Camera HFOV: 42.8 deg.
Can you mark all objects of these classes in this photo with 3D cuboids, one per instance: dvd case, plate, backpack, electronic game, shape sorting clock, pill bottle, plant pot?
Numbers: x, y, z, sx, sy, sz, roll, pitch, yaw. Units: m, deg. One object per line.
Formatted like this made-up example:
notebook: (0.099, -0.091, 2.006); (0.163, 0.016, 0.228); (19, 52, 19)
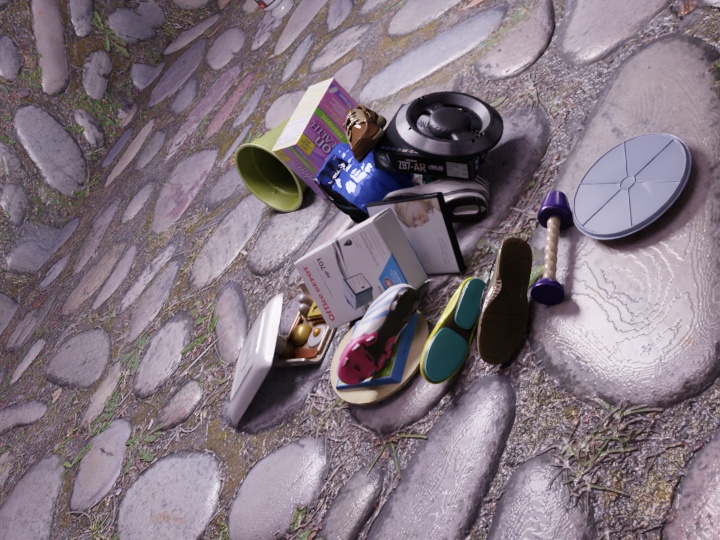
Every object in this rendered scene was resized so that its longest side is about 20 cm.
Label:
dvd case: (0.095, -0.062, 1.643); (0.017, 0.145, 0.199); (-28, 15, -36)
plate: (-0.208, 0.169, 1.793); (0.202, 0.032, 0.200); (-86, 22, -49)
backpack: (0.022, -0.173, 1.823); (0.169, 0.161, 0.200); (-57, 32, 6)
electronic game: (0.162, -0.266, 1.674); (0.196, 0.042, 0.202); (0, 43, 0)
shape sorting clock: (0.033, 0.144, 1.573); (0.198, 0.039, 0.202); (-29, 36, 24)
pill bottle: (-0.330, -0.987, 3.222); (0.115, 0.200, 0.117); (-32, 33, 24)
plant pot: (-0.170, -0.281, 2.222); (0.199, 0.201, 0.191); (-6, 38, 50)

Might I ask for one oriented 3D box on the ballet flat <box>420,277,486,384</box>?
ballet flat: (0.145, 0.100, 1.466); (0.201, 0.066, 0.067); (-60, 10, -24)

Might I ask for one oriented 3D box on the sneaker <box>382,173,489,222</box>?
sneaker: (0.144, -0.140, 1.697); (0.197, 0.076, 0.116); (1, 38, 18)

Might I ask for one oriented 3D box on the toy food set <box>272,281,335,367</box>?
toy food set: (-0.111, 0.100, 1.795); (0.142, 0.060, 0.202); (-12, 46, 47)

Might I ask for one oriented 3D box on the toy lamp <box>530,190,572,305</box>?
toy lamp: (0.297, -0.040, 1.424); (0.058, 0.058, 0.202); (-20, 41, 39)

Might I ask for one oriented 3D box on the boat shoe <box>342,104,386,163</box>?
boat shoe: (-0.001, -0.260, 1.711); (0.076, 0.074, 0.200); (-48, 11, 18)

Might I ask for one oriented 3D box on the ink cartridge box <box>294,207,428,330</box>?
ink cartridge box: (0.000, 0.000, 1.660); (0.199, 0.148, 0.086); (-27, 5, 33)

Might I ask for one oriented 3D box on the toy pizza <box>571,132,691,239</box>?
toy pizza: (0.412, -0.124, 1.392); (0.199, 0.032, 0.202); (-33, 34, 26)

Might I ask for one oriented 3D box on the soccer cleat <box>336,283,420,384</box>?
soccer cleat: (0.025, 0.107, 1.536); (0.201, 0.070, 0.086); (-50, 20, -14)

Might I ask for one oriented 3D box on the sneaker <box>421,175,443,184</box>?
sneaker: (0.140, -0.176, 1.768); (0.077, 0.080, 0.202); (-4, 52, 51)

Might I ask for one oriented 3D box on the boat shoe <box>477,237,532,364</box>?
boat shoe: (0.221, 0.052, 1.412); (0.066, 0.071, 0.204); (101, -178, -73)

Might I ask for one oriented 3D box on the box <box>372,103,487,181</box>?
box: (0.142, -0.242, 1.720); (0.197, 0.044, 0.161); (11, 46, 23)

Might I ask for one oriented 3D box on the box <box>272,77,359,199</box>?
box: (-0.075, -0.300, 2.099); (0.096, 0.176, 0.202); (-5, 50, 50)
